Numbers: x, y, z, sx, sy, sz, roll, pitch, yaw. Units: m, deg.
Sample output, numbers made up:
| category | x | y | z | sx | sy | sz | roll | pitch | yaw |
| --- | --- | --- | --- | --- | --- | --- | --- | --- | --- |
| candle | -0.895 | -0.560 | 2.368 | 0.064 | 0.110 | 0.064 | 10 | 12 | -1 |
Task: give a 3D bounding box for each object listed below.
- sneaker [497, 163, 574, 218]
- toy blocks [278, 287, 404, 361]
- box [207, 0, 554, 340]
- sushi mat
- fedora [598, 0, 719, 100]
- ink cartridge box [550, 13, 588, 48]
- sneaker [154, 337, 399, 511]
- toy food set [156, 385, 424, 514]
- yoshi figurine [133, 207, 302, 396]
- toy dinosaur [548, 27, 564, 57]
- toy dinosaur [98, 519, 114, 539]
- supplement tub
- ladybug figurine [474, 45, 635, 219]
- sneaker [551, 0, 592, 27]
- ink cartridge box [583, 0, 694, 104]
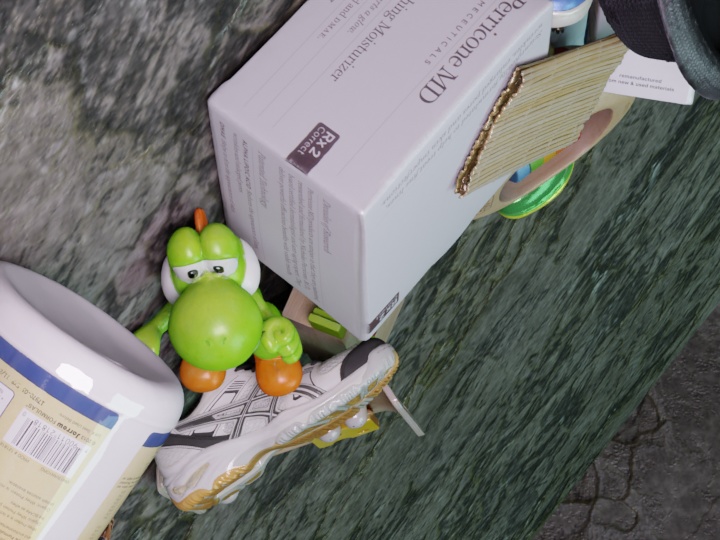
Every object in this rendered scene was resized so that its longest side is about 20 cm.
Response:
| category | x | y | z | sx | sy | sz | roll | pitch | yaw |
| --- | --- | --- | --- | --- | --- | --- | --- | --- | --- |
| sneaker | 0.166 | -0.140 | 1.910 | 0.083 | 0.074 | 0.201 | 22 | 102 | -55 |
| toy blocks | 0.000 | 0.000 | 1.688 | 0.200 | 0.099 | 0.137 | 63 | 50 | -73 |
| box | 0.015 | -0.095 | 1.444 | 0.199 | 0.130 | 0.200 | -48 | 163 | -19 |
| sushi mat | 0.125 | -0.107 | 1.473 | 0.200 | 0.012 | 0.096 | -27 | 148 | -59 |
| fedora | 0.213 | -0.215 | 1.492 | 0.200 | 0.091 | 0.202 | 3 | 87 | -52 |
| ink cartridge box | 0.121 | -0.163 | 1.752 | 0.201 | 0.047 | 0.160 | -55 | 164 | 1 |
| sneaker | -0.070 | 0.092 | 1.594 | 0.199 | 0.088 | 0.076 | -32 | 165 | 8 |
| toy food set | -0.053 | 0.143 | 1.733 | 0.199 | 0.061 | 0.144 | -19 | 164 | 6 |
| yoshi figurine | -0.094 | 0.042 | 1.471 | 0.112 | 0.112 | 0.200 | -43 | 159 | -12 |
| toy dinosaur | 0.116 | -0.171 | 1.609 | 0.101 | 0.058 | 0.201 | 61 | 30 | -51 |
| toy dinosaur | -0.194 | 0.167 | 1.481 | 0.136 | 0.101 | 0.201 | -58 | 155 | -65 |
| supplement tub | -0.206 | 0.111 | 1.223 | 0.200 | 0.144 | 0.144 | -55 | 164 | 5 |
| ladybug figurine | 0.128 | -0.113 | 1.728 | 0.199 | 0.072 | 0.136 | -34 | 164 | -15 |
| sneaker | 0.134 | -0.264 | 1.437 | 0.111 | 0.076 | 0.201 | 97 | 5 | -56 |
| ink cartridge box | 0.220 | -0.242 | 1.624 | 0.145 | 0.084 | 0.201 | -77 | 176 | -69 |
